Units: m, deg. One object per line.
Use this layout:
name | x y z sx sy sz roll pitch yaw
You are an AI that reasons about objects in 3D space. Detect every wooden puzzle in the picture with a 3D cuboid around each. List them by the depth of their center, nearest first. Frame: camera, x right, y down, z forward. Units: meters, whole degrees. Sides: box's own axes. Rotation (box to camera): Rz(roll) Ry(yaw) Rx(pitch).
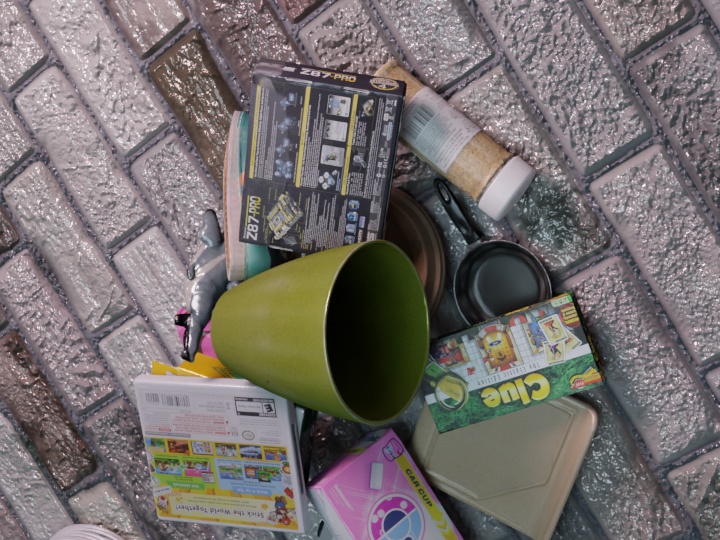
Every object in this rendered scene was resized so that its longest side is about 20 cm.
wooden puzzle | 0.159 0.193 1.484 0.199 0.037 0.187 28 117 20

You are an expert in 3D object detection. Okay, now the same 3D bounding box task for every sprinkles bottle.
sprinkles bottle | 0.091 -0.140 1.384 0.200 0.068 0.069 40 119 9

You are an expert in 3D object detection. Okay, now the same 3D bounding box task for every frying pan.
frying pan | 0.130 -0.003 1.431 0.190 0.031 0.115 41 117 12

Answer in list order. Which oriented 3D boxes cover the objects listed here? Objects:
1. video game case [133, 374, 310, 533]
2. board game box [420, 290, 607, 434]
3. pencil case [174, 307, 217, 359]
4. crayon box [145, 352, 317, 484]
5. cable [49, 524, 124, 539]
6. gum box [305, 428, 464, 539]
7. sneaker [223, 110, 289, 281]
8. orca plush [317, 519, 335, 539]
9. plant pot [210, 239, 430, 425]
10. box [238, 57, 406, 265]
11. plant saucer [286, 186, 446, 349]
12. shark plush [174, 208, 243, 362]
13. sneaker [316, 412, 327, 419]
video game case | -0.160 0.211 1.499 0.198 0.023 0.184 1 109 22
board game box | 0.158 0.103 1.417 0.198 0.023 0.106 -21 98 22
pencil case | -0.156 0.128 1.586 0.093 0.091 0.202 -18 102 1
crayon box | -0.152 0.178 1.524 0.198 0.052 0.127 16 115 17
cable | -0.375 0.454 1.805 0.198 0.069 0.202 5 109 24
gum box | 0.037 0.301 1.515 0.201 0.113 0.066 57 156 -5
sneaker | -0.116 -0.085 1.488 0.079 0.071 0.203 0 76 -11
orca plush | -0.022 0.381 1.610 0.070 0.105 0.202 10 105 -14
plant pot | -0.058 0.065 1.384 0.198 0.187 0.189 -1 106 37
box | -0.042 -0.112 1.372 0.159 0.049 0.202 8 120 1
plant saucer | 0.000 0.000 1.460 0.198 0.029 0.203 -1 87 23
shark plush | -0.162 0.010 1.490 0.082 0.201 0.092 11 134 19
sneaker | -0.021 0.097 1.523 0.199 0.076 0.106 -35 78 23
